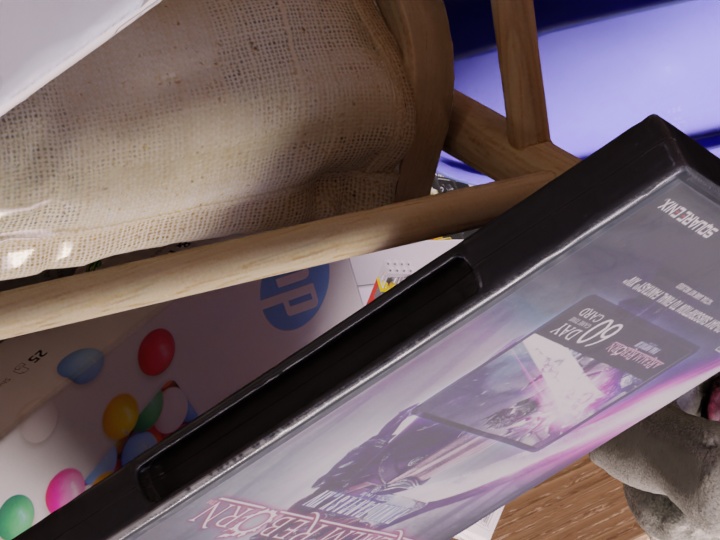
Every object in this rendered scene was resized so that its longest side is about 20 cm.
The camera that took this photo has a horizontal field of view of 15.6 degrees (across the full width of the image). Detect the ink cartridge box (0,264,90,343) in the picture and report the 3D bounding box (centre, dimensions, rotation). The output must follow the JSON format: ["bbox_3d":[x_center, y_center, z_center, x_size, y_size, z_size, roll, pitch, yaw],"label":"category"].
[{"bbox_3d":[-0.043,0.025,0.876,0.199,0.057,0.164,-26,121,-33],"label":"ink cartridge box"}]

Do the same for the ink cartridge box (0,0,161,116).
[{"bbox_3d":[-0.105,-0.124,0.478,0.160,0.201,0.047,-39,-165,-28],"label":"ink cartridge box"}]

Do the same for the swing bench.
[{"bbox_3d":[-0.079,-0.061,0.638,0.198,0.131,0.200,-12,-169,-30],"label":"swing bench"}]

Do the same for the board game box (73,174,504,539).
[{"bbox_3d":[0.000,0.000,0.852,0.200,0.034,0.127,33,78,-46],"label":"board game box"}]

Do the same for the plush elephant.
[{"bbox_3d":[0.160,0.042,1.138,0.154,0.166,0.200,8,167,-32],"label":"plush elephant"}]

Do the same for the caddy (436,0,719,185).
[{"bbox_3d":[0.077,-0.110,0.755,0.199,0.105,0.142,-11,127,5],"label":"caddy"}]

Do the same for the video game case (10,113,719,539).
[{"bbox_3d":[0.017,0.038,0.653,0.199,0.019,0.143,-35,157,16],"label":"video game case"}]

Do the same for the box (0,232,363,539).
[{"bbox_3d":[-0.069,0.086,0.735,0.200,0.041,0.157,-40,130,-32],"label":"box"}]
